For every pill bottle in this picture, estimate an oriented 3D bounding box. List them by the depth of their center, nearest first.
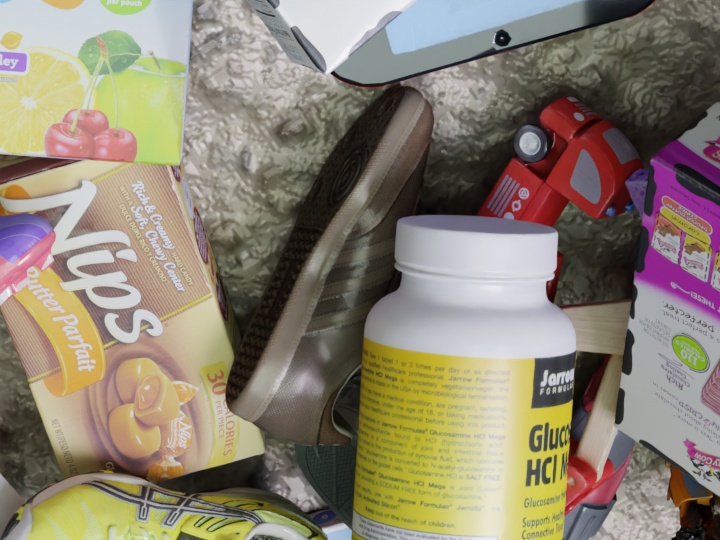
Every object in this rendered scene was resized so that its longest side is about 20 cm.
[{"bbox_3d":[0.055,0.075,1.433,0.111,0.112,0.202,3,97,-5],"label":"pill bottle"}]

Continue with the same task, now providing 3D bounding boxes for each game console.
[{"bbox_3d":[0.054,-0.198,1.434,0.199,0.031,0.178,-15,115,3],"label":"game console"}]

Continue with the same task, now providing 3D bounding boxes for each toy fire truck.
[{"bbox_3d":[0.109,0.023,1.493,0.141,0.049,0.201,39,110,17],"label":"toy fire truck"}]

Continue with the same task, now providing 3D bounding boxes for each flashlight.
[{"bbox_3d":[0.144,0.057,1.539,0.068,0.068,0.201,21,113,-9],"label":"flashlight"}]

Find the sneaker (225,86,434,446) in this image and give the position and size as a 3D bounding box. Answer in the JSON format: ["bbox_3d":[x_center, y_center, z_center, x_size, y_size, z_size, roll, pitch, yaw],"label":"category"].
[{"bbox_3d":[0.000,0.000,1.490,0.075,0.070,0.201,27,94,-19],"label":"sneaker"}]

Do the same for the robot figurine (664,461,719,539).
[{"bbox_3d":[0.232,0.145,1.511,0.144,0.200,0.059,5,115,-7],"label":"robot figurine"}]

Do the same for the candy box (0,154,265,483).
[{"bbox_3d":[-0.134,0.020,1.510,0.115,0.055,0.201,-16,114,4],"label":"candy box"}]

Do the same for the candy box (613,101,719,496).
[{"bbox_3d":[0.205,0.032,1.384,0.136,0.061,0.201,34,143,27],"label":"candy box"}]

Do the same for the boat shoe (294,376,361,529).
[{"bbox_3d":[0.047,0.149,1.546,0.202,0.065,0.074,48,134,0],"label":"boat shoe"}]

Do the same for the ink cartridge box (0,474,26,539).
[{"bbox_3d":[-0.301,0.140,1.497,0.199,0.084,0.146,-18,125,30],"label":"ink cartridge box"}]

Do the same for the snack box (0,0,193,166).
[{"bbox_3d":[-0.155,-0.159,1.400,0.141,0.053,0.202,4,97,-7],"label":"snack box"}]

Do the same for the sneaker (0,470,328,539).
[{"bbox_3d":[-0.101,0.149,1.491,0.199,0.076,0.076,-3,98,-32],"label":"sneaker"}]

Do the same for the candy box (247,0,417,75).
[{"bbox_3d":[-0.019,-0.226,1.352,0.168,0.072,0.200,-40,106,-6],"label":"candy box"}]

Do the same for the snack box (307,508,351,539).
[{"bbox_3d":[-0.032,0.181,1.609,0.199,0.024,0.072,-16,114,4],"label":"snack box"}]

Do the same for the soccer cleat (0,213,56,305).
[{"bbox_3d":[-0.238,0.002,1.454,0.199,0.067,0.077,-25,102,44],"label":"soccer cleat"}]

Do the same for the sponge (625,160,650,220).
[{"bbox_3d":[0.231,-0.005,1.400,0.030,0.199,0.112,-37,113,-33],"label":"sponge"}]
